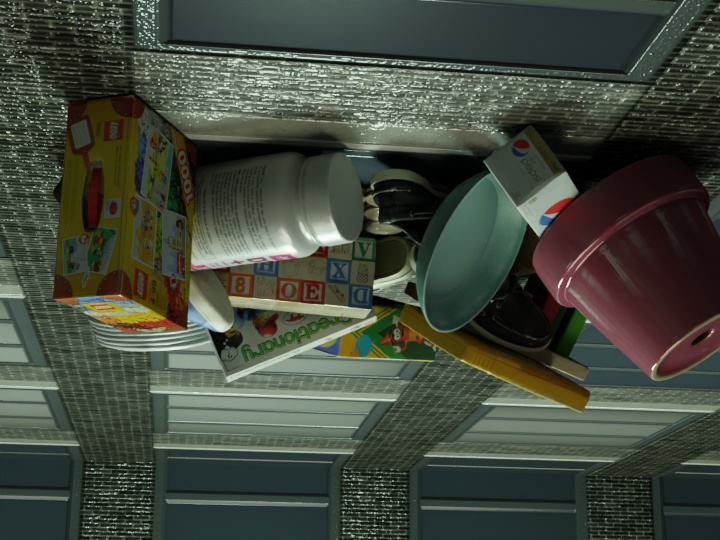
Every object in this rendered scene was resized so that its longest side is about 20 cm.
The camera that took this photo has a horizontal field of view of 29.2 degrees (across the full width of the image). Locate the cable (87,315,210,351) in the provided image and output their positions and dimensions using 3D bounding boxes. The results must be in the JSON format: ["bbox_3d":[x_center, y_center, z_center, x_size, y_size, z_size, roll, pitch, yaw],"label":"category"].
[{"bbox_3d":[-0.263,0.057,1.847,0.198,0.070,0.200,-5,-167,1],"label":"cable"}]

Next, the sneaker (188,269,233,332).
[{"bbox_3d":[-0.239,0.017,1.538,0.111,0.077,0.200,-35,121,17],"label":"sneaker"}]

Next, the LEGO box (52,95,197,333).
[{"bbox_3d":[-0.232,-0.051,1.383,0.077,0.202,0.149,-4,163,18],"label":"LEGO box"}]

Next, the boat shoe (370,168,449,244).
[{"bbox_3d":[0.078,-0.053,1.544,0.074,0.067,0.199,-10,160,27],"label":"boat shoe"}]

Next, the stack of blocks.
[{"bbox_3d":[-0.084,-0.013,1.636,0.198,0.116,0.059,6,167,-8],"label":"stack of blocks"}]

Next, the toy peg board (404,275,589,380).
[{"bbox_3d":[0.191,0.042,1.813,0.198,0.098,0.200,24,-177,-22],"label":"toy peg board"}]

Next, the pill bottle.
[{"bbox_3d":[-0.105,-0.065,1.480,0.198,0.114,0.113,-7,162,23],"label":"pill bottle"}]

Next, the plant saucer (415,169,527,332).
[{"bbox_3d":[0.118,-0.029,1.524,0.036,0.201,0.200,29,178,29],"label":"plant saucer"}]

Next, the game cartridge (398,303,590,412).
[{"bbox_3d":[0.159,0.103,1.687,0.199,0.033,0.176,26,-177,-30],"label":"game cartridge"}]

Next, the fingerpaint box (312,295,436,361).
[{"bbox_3d":[-0.020,0.068,1.868,0.166,0.074,0.199,5,-176,-38],"label":"fingerpaint box"}]

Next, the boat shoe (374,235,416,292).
[{"bbox_3d":[0.000,0.000,1.764,0.199,0.075,0.068,-5,168,38],"label":"boat shoe"}]

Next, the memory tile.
[{"bbox_3d":[0.054,-0.072,1.625,0.198,0.017,0.153,1,163,1],"label":"memory tile"}]

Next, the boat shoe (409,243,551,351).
[{"bbox_3d":[0.152,0.018,1.648,0.199,0.074,0.066,41,145,7],"label":"boat shoe"}]

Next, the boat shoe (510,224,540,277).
[{"bbox_3d":[0.220,-0.032,1.672,0.069,0.074,0.200,-11,176,-20],"label":"boat shoe"}]

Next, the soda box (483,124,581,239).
[{"bbox_3d":[0.198,-0.079,1.475,0.064,0.068,0.200,-37,155,8],"label":"soda box"}]

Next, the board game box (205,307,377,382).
[{"bbox_3d":[-0.094,0.040,1.691,0.199,0.127,0.035,-22,167,-8],"label":"board game box"}]

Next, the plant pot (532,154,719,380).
[{"bbox_3d":[0.312,0.008,1.472,0.199,0.180,0.200,-25,154,-13],"label":"plant pot"}]

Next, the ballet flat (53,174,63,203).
[{"bbox_3d":[-0.294,-0.063,1.566,0.072,0.074,0.200,-3,162,10],"label":"ballet flat"}]
